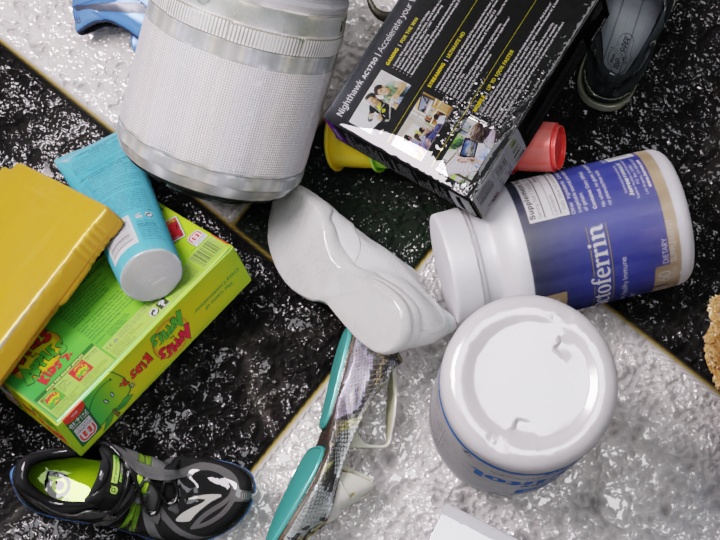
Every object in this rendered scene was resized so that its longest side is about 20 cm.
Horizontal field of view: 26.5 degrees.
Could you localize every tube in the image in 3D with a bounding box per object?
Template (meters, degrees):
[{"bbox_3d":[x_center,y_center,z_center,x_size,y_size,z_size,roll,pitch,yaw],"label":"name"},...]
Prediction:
[{"bbox_3d":[-0.198,-0.055,1.262,0.077,0.051,0.200,-23,44,-7],"label":"tube"}]

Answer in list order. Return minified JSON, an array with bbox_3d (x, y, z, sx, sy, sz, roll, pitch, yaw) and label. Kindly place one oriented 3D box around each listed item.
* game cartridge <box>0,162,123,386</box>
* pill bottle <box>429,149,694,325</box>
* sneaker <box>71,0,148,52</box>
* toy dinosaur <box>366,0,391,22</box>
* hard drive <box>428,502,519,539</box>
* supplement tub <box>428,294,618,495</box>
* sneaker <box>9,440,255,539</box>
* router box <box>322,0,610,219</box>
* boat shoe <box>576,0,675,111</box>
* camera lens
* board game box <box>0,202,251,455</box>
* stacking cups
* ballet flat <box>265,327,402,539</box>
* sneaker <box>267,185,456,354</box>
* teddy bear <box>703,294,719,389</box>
[{"bbox_3d":[-0.299,0.012,1.240,0.176,0.032,0.200,25,73,48],"label":"game cartridge"},{"bbox_3d":[0.163,-0.023,1.258,0.199,0.116,0.116,-14,76,-3],"label":"pill bottle"},{"bbox_3d":[-0.153,-0.221,1.337,0.199,0.066,0.079,10,89,2],"label":"sneaker"},{"bbox_3d":[0.095,-0.203,1.309,0.200,0.102,0.077,42,79,8],"label":"toy dinosaur"},{"bbox_3d":[0.129,0.292,1.226,0.199,0.025,0.132,27,78,6],"label":"hard drive"},{"bbox_3d":[0.121,0.101,1.184,0.131,0.200,0.133,0,76,0],"label":"supplement tub"},{"bbox_3d":[-0.184,0.177,1.224,0.198,0.083,0.071,6,76,1],"label":"sneaker"},{"bbox_3d":[0.085,-0.164,1.228,0.149,0.051,0.201,31,84,21],"label":"router box"},{"bbox_3d":[0.239,-0.241,1.337,0.074,0.066,0.200,22,77,6],"label":"boat shoe"},{"bbox_3d":[-0.103,-0.166,1.239,0.159,0.160,0.201,19,110,4],"label":"camera lens"},{"bbox_3d":[-0.195,0.044,1.240,0.101,0.048,0.200,29,66,37],"label":"board game box"},{"bbox_3d":[0.072,-0.109,1.278,0.199,0.061,0.061,4,75,19],"label":"stacking cups"},{"bbox_3d":[-0.013,0.146,1.242,0.072,0.072,0.201,20,78,5],"label":"ballet flat"},{"bbox_3d":[0.000,0.000,1.275,0.200,0.088,0.075,47,124,34],"label":"sneaker"},{"bbox_3d":[0.379,0.064,1.269,0.199,0.067,0.146,-19,95,-6],"label":"teddy bear"}]
